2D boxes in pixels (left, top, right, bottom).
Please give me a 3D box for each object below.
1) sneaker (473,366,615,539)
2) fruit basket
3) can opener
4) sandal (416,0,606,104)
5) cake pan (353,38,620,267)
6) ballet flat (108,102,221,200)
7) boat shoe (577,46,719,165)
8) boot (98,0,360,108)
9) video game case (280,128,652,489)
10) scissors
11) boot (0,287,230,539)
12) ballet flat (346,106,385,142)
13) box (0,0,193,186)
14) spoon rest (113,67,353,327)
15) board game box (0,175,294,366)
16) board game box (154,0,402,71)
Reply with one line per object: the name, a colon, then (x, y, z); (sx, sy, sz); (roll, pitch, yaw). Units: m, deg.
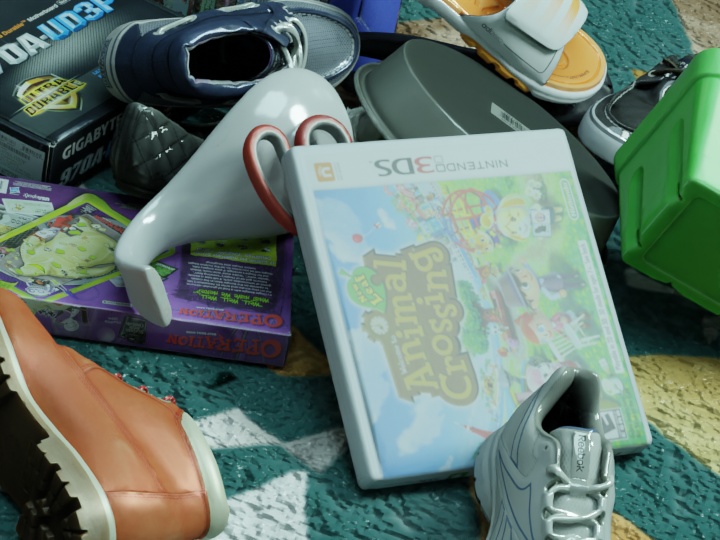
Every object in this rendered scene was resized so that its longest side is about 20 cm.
sneaker: (0.098, 0.131, 1.282); (0.074, 0.087, 0.201); (12, 41, -14)
fruit basket: (0.274, -0.067, 1.537); (0.214, 0.156, 0.217); (14, 53, -19)
can opener: (0.081, -0.128, 1.699); (0.199, 0.079, 0.064); (1, 77, -19)
sandal: (0.089, -0.183, 1.622); (0.206, 0.059, 0.079); (32, 44, -20)
cake pan: (0.086, -0.077, 1.561); (0.200, 0.037, 0.200); (33, 19, -13)
ballet flat: (-0.080, -0.081, 1.552); (0.066, 0.057, 0.200); (25, 21, 29)
boat shoe: (0.219, -0.117, 1.687); (0.070, 0.067, 0.199); (39, 32, 26)
boot: (-0.060, -0.133, 1.566); (0.199, 0.073, 0.090); (-13, 13, -39)
video game case: (0.060, 0.017, 1.413); (0.181, 0.022, 0.201); (-5, 70, -25)
scissors: (0.000, 0.000, 1.427); (0.073, 0.014, 0.201); (-27, 88, -35)
boot: (-0.147, 0.078, 1.308); (0.107, 0.075, 0.200); (-9, 47, -34)
ballet flat: (0.022, -0.057, 1.559); (0.071, 0.072, 0.201); (7, 34, -8)
box: (-0.204, -0.130, 1.610); (0.158, 0.046, 0.200); (27, 37, 20)
spoon rest: (-0.074, -0.044, 1.450); (0.060, 0.100, 0.200); (12, 41, 39)
board game box: (-0.138, -0.002, 1.460); (0.199, 0.032, 0.120); (9, 31, -6)
board game box: (-0.069, -0.242, 1.718); (0.199, 0.160, 0.097); (32, 37, 26)
